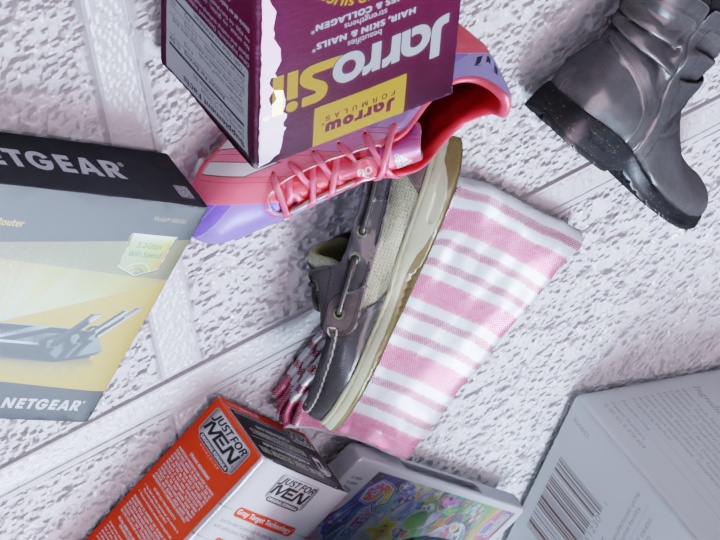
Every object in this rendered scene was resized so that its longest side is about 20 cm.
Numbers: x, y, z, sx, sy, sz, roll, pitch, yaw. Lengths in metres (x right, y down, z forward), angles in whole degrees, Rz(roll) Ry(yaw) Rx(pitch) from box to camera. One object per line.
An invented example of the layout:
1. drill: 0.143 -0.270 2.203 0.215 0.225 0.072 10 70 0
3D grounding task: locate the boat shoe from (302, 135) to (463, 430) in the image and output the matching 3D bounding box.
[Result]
1. boat shoe: 0.000 0.000 1.568 0.066 0.072 0.202 22 114 -2

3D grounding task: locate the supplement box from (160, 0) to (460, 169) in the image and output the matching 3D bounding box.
1. supplement box: -0.024 -0.172 1.331 0.130 0.103 0.201 -23 142 -23

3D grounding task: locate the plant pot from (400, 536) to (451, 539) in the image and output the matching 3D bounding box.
1. plant pot: 0.017 0.264 1.711 0.201 0.200 0.188 -57 169 22

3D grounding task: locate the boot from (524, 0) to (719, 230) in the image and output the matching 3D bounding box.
1. boot: 0.198 -0.109 1.627 0.132 0.070 0.200 -51 147 6

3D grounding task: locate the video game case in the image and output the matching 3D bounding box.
1. video game case: 0.009 0.190 1.807 0.143 0.018 0.200 -46 144 17

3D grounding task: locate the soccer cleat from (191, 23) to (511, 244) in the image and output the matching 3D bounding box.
1. soccer cleat: -0.009 -0.070 1.475 0.199 0.077 0.067 -33 144 -9

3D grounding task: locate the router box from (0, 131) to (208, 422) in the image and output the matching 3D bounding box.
1. router box: -0.200 0.004 1.405 0.199 0.052 0.158 5 125 -44

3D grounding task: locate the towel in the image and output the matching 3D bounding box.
1. towel: 0.046 0.034 1.674 0.146 0.030 0.200 19 115 -50

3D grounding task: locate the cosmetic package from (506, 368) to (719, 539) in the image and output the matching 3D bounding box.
1. cosmetic package: 0.244 0.189 1.897 0.199 0.166 0.168 -9 134 -37

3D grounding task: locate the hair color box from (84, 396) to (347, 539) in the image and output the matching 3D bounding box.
1. hair color box: -0.114 0.181 1.663 0.200 0.061 0.101 -46 144 11
